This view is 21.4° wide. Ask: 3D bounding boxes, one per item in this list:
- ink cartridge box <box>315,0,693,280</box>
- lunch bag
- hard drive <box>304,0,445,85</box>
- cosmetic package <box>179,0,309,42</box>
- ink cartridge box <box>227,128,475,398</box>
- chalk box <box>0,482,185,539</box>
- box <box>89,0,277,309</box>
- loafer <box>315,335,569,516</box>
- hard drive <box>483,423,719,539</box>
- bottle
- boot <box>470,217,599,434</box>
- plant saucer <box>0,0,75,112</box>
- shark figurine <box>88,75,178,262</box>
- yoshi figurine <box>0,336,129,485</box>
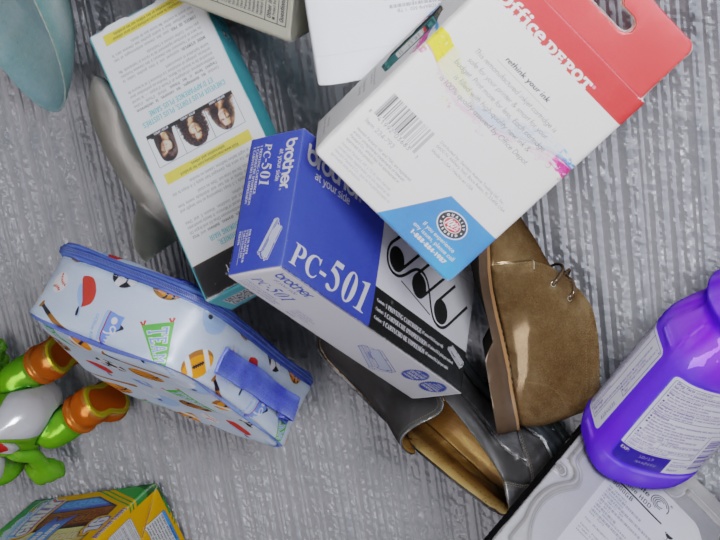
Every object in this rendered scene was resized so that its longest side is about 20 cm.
[{"bbox_3d":[0.082,-0.107,1.116,0.200,0.067,0.116,-43,103,14],"label":"ink cartridge box"},{"bbox_3d":[-0.124,0.056,1.336,0.160,0.076,0.200,16,166,30],"label":"lunch bag"},{"bbox_3d":[0.025,-0.215,1.118,0.132,0.027,0.200,-9,116,-1],"label":"hard drive"},{"bbox_3d":[-0.104,-0.230,1.211,0.200,0.071,0.105,24,126,21],"label":"cosmetic package"},{"bbox_3d":[0.000,0.000,1.191,0.044,0.094,0.200,-9,151,35],"label":"ink cartridge box"},{"bbox_3d":[-0.245,0.266,1.571,0.200,0.124,0.125,-11,111,39],"label":"chalk box"},{"bbox_3d":[-0.098,-0.082,1.246,0.082,0.049,0.200,-27,76,10],"label":"box"},{"bbox_3d":[0.047,0.093,1.299,0.200,0.072,0.073,31,131,17],"label":"loafer"},{"bbox_3d":[0.158,0.181,1.190,0.140,0.200,0.038,46,130,4],"label":"hard drive"},{"bbox_3d":[0.213,0.054,1.157,0.083,0.065,0.200,10,136,-24],"label":"bottle"},{"bbox_3d":[0.109,0.005,1.225,0.075,0.074,0.200,-9,108,5],"label":"boot"},{"bbox_3d":[-0.245,-0.205,1.312,0.201,0.039,0.201,49,160,24],"label":"plant saucer"},{"bbox_3d":[-0.110,-0.033,1.318,0.214,0.090,0.128,28,143,12],"label":"shark figurine"},{"bbox_3d":[-0.277,0.122,1.545,0.200,0.113,0.112,-34,136,28],"label":"yoshi figurine"}]
